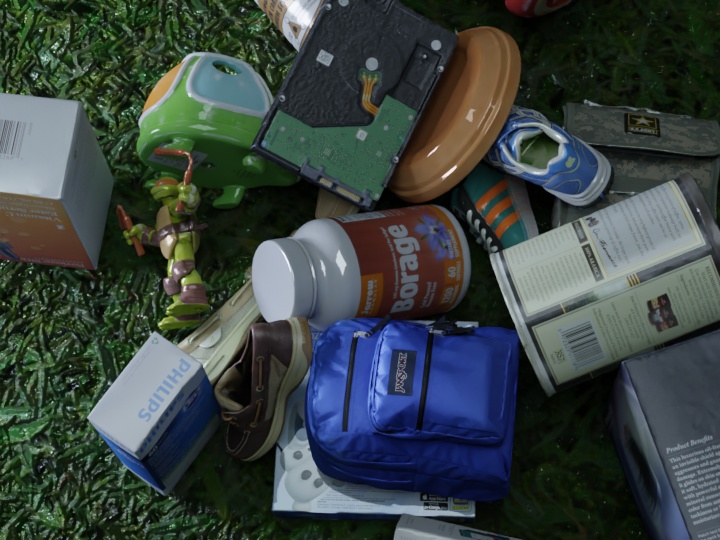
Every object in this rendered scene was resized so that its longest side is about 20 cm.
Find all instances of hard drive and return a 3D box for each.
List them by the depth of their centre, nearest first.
[{"bbox_3d":[-0.005,-0.177,1.637,0.140,0.038,0.200,27,82,-10],"label":"hard drive"}]

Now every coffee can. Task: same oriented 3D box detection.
[{"bbox_3d":[0.239,0.013,1.520,0.200,0.146,0.147,-22,71,7],"label":"coffee can"}]

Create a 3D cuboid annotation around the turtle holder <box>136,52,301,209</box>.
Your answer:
[{"bbox_3d":[-0.134,-0.150,1.693,0.185,0.141,0.132,2,68,5],"label":"turtle holder"}]

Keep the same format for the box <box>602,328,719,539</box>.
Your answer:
[{"bbox_3d":[0.319,0.183,1.530,0.123,0.200,0.199,-16,70,-3],"label":"box"}]

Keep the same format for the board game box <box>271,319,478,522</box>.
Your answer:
[{"bbox_3d":[0.017,0.148,1.635,0.200,0.043,0.199,2,72,3],"label":"board game box"}]

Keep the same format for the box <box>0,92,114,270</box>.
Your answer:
[{"bbox_3d":[-0.344,-0.089,1.648,0.152,0.200,0.106,6,70,4],"label":"box"}]

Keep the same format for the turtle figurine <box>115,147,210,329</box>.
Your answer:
[{"bbox_3d":[-0.188,-0.026,1.643,0.064,0.200,0.162,-1,72,-31],"label":"turtle figurine"}]

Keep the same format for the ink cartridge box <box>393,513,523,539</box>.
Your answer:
[{"bbox_3d":[0.122,0.311,1.545,0.200,0.067,0.116,12,94,6],"label":"ink cartridge box"}]

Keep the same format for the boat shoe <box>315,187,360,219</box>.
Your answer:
[{"bbox_3d":[-0.018,-0.141,1.695,0.069,0.074,0.200,16,90,-31],"label":"boat shoe"}]

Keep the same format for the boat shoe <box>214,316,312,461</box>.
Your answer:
[{"bbox_3d":[-0.107,0.114,1.572,0.072,0.200,0.072,2,53,-23],"label":"boat shoe"}]

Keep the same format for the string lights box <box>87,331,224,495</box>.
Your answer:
[{"bbox_3d":[-0.189,0.141,1.563,0.059,0.200,0.103,34,75,13],"label":"string lights box"}]

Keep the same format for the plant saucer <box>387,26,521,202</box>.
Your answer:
[{"bbox_3d":[0.082,-0.165,1.670,0.037,0.200,0.200,29,70,-29],"label":"plant saucer"}]

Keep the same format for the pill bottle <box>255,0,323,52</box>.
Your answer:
[{"bbox_3d":[-0.054,-0.307,1.757,0.114,0.114,0.200,-37,73,-10],"label":"pill bottle"}]

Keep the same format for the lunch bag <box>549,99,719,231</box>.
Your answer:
[{"bbox_3d":[0.279,-0.082,1.668,0.164,0.118,0.200,7,67,3],"label":"lunch bag"}]

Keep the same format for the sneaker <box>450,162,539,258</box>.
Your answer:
[{"bbox_3d":[0.137,-0.050,1.688,0.080,0.071,0.200,-12,63,-1],"label":"sneaker"}]

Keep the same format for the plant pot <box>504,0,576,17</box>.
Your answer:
[{"bbox_3d":[0.192,-0.384,1.735,0.200,0.200,0.183,-35,81,-9],"label":"plant pot"}]

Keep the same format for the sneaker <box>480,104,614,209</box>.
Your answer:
[{"bbox_3d":[0.161,-0.130,1.619,0.200,0.077,0.076,27,87,44],"label":"sneaker"}]

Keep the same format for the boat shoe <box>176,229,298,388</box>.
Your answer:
[{"bbox_3d":[-0.117,0.032,1.667,0.063,0.073,0.201,35,83,10],"label":"boat shoe"}]

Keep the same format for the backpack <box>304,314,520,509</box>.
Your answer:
[{"bbox_3d":[0.046,0.116,1.537,0.200,0.168,0.163,5,64,6],"label":"backpack"}]

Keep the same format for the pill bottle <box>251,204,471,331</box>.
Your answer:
[{"bbox_3d":[0.000,0.000,1.612,0.200,0.112,0.112,-9,68,-31],"label":"pill bottle"}]
